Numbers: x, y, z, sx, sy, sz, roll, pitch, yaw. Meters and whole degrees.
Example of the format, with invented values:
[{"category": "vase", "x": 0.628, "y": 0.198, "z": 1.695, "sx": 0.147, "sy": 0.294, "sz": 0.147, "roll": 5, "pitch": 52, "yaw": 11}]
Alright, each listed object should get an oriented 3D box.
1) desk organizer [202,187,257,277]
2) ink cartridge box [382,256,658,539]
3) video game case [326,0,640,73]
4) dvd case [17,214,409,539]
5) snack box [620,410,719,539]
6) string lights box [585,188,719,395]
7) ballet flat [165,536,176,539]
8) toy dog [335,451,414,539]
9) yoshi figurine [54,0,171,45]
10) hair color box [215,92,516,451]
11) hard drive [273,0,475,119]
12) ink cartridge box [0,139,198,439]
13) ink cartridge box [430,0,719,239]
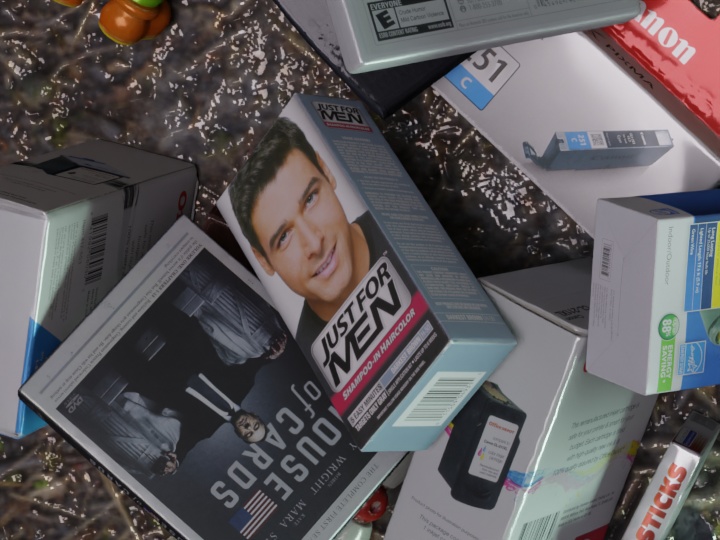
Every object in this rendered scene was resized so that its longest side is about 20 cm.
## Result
[{"category": "desk organizer", "x": -0.091, "y": 0.054, "z": 1.515, "sx": 0.077, "sy": 0.072, "sz": 0.200, "roll": 22, "pitch": 109, "yaw": 1}, {"category": "ink cartridge box", "x": 0.107, "y": 0.100, "z": 1.415, "sx": 0.083, "sy": 0.146, "sz": 0.200, "roll": 29, "pitch": 111, "yaw": 29}, {"category": "video game case", "x": 0.055, "y": -0.217, "z": 1.340, "sx": 0.023, "sy": 0.200, "sz": 0.182, "roll": -25, "pitch": 80, "yaw": 61}, {"category": "dvd case", "x": -0.082, "y": 0.085, "z": 1.386, "sx": 0.200, "sy": 0.025, "sz": 0.150, "roll": 41, "pitch": 75, "yaw": 5}, {"category": "snack box", "x": 0.171, "y": 0.186, "z": 1.456, "sx": 0.024, "sy": 0.072, "sz": 0.200, "roll": 27, "pitch": 110, "yaw": 11}, {"category": "string lights box", "x": 0.228, "y": 0.006, "z": 1.331, "sx": 0.059, "sy": 0.200, "sz": 0.103, "roll": 23, "pitch": 115, "yaw": 56}, {"category": "ballet flat", "x": -0.092, "y": 0.208, "z": 1.563, "sx": 0.200, "sy": 0.064, "sz": 0.076, "roll": -22, "pitch": 95, "yaw": 24}, {"category": "toy dog", "x": 0.005, "y": 0.101, "z": 1.482, "sx": 0.200, "sy": 0.096, "sz": 0.132, "roll": -42, "pitch": 127, "yaw": -5}, {"category": "yoshi figurine", "x": -0.125, "y": -0.251, "z": 1.470, "sx": 0.200, "sy": 0.112, "sz": 0.112, "roll": -61, "pitch": 38, "yaw": 35}, {"category": "hair color box", "x": 0.000, "y": 0.000, "z": 1.371, "sx": 0.099, "sy": 0.061, "sz": 0.200, "roll": -52, "pitch": 54, "yaw": 30}, {"category": "hard drive", "x": -0.003, "y": -0.199, "z": 1.383, "sx": 0.135, "sy": 0.042, "sz": 0.200, "roll": -35, "pitch": 98, "yaw": 18}, {"category": "ink cartridge box", "x": -0.192, "y": 0.006, "z": 1.479, "sx": 0.086, "sy": 0.200, "sz": 0.147, "roll": 15, "pitch": 106, "yaw": 18}, {"category": "ink cartridge box", "x": 0.154, "y": -0.130, "z": 1.406, "sx": 0.200, "sy": 0.045, "sz": 0.176, "roll": 43, "pitch": 113, "yaw": 7}]
